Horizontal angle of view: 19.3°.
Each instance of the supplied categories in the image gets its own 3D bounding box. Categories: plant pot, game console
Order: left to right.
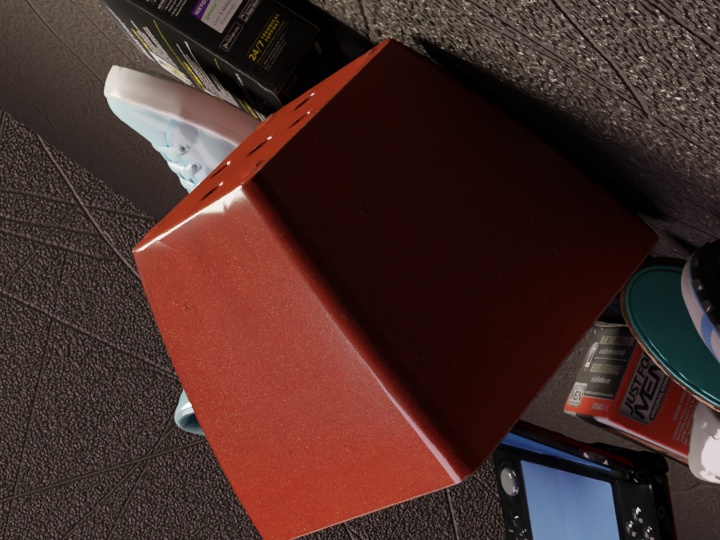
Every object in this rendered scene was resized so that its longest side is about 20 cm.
[{"bbox_3d":[0.000,0.000,1.126,0.177,0.200,0.200,50,144,-9],"label":"plant pot"},{"bbox_3d":[0.096,0.148,1.318,0.200,0.118,0.174,7,109,65],"label":"game console"}]

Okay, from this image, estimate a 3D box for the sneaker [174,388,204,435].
[{"bbox_3d":[-0.037,0.110,1.351,0.199,0.082,0.074,20,155,39],"label":"sneaker"}]

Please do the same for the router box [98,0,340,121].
[{"bbox_3d":[-0.083,-0.138,1.279,0.148,0.051,0.200,33,176,10],"label":"router box"}]

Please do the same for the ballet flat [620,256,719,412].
[{"bbox_3d":[0.233,0.055,1.140,0.199,0.068,0.072,28,-169,20],"label":"ballet flat"}]

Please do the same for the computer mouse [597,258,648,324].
[{"bbox_3d":[0.100,-0.017,1.287,0.199,0.046,0.140,34,173,-2],"label":"computer mouse"}]

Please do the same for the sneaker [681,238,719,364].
[{"bbox_3d":[0.221,0.072,1.049,0.200,0.072,0.072,49,143,-6],"label":"sneaker"}]

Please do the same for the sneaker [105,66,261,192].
[{"bbox_3d":[-0.073,-0.044,1.243,0.199,0.082,0.074,32,172,-19],"label":"sneaker"}]

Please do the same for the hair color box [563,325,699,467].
[{"bbox_3d":[0.230,0.098,1.260,0.198,0.062,0.101,24,175,-8],"label":"hair color box"}]

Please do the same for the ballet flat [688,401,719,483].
[{"bbox_3d":[0.274,0.122,1.187,0.198,0.070,0.069,22,174,-3],"label":"ballet flat"}]
